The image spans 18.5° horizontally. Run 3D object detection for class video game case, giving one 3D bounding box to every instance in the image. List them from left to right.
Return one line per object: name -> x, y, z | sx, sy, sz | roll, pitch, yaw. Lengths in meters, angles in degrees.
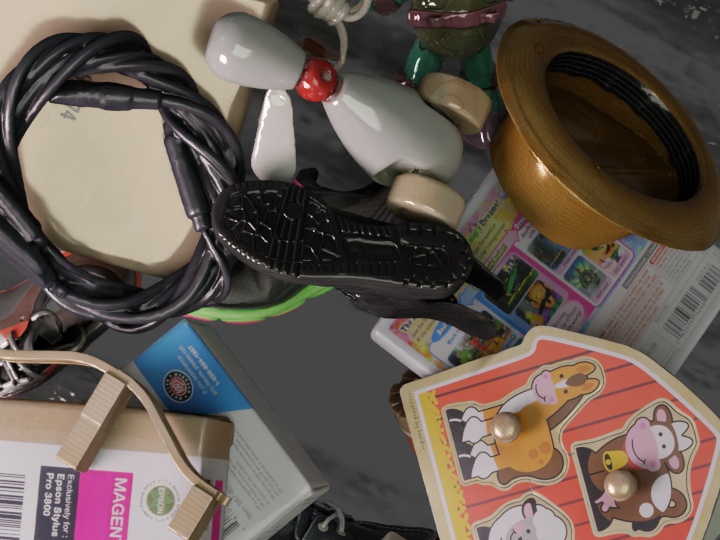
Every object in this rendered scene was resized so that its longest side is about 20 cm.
video game case -> 0.134, 0.021, 1.488 | 0.182, 0.024, 0.200 | 37, 72, 1

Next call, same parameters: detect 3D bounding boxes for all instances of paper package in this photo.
paper package -> -0.169, -0.116, 1.439 | 0.189, 0.104, 0.201 | 16, 101, -10

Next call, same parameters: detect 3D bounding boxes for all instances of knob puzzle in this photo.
knob puzzle -> 0.137, 0.130, 1.402 | 0.218, 0.030, 0.222 | -2, 84, 16

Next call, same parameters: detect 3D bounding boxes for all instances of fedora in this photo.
fedora -> 0.147, -0.072, 1.439 | 0.200, 0.201, 0.082 | 38, 125, -14

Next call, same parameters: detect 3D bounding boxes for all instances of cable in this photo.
cable -> -0.152, -0.053, 1.385 | 0.200, 0.051, 0.163 | 42, 87, -19

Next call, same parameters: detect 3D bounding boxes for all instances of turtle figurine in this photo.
turtle figurine -> 0.054, -0.178, 1.456 | 0.148, 0.101, 0.202 | 0, 111, -3

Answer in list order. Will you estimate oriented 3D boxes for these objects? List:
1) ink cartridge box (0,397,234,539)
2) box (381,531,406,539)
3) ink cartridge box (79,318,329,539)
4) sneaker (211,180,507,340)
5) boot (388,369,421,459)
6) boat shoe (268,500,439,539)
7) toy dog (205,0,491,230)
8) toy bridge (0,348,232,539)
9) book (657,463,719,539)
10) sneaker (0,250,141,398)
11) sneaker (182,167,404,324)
ink cartridge box -> -0.174, 0.186, 1.416 | 0.163, 0.075, 0.202 | 3, 84, 10
box -> -0.008, 0.284, 1.511 | 0.095, 0.078, 0.200 | 34, 114, -17
ink cartridge box -> -0.144, 0.152, 1.496 | 0.200, 0.084, 0.145 | -39, 82, 4
sneaker -> 0.000, -0.003, 1.409 | 0.198, 0.104, 0.060 | 12, 75, -3
boot -> 0.123, 0.084, 1.549 | 0.199, 0.075, 0.108 | -27, 126, -6
boat shoe -> -0.031, 0.195, 1.554 | 0.198, 0.072, 0.068 | -6, 106, 2
toy dog -> -0.011, -0.101, 1.402 | 0.200, 0.096, 0.132 | 47, 66, -13
toy bridge -> -0.163, 0.093, 1.374 | 0.199, 0.027, 0.068 | 30, 85, 14
book -> 0.191, 0.148, 1.496 | 0.048, 0.200, 0.134 | 36, 98, -14
sneaker -> -0.236, 0.050, 1.483 | 0.200, 0.082, 0.077 | -39, 105, 4
sneaker -> -0.043, -0.023, 1.498 | 0.199, 0.077, 0.084 | -24, 101, -11
